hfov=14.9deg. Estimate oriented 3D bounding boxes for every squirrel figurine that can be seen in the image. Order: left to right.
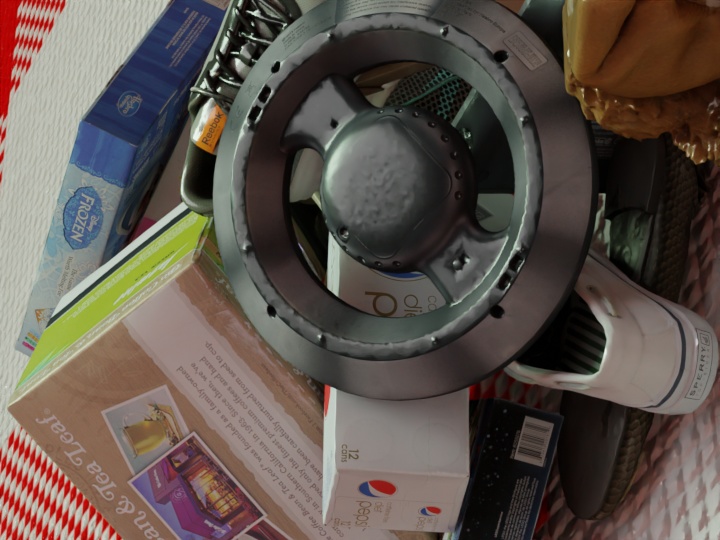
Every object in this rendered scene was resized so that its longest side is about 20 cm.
[{"bbox_3d":[0.184,-0.122,1.213,0.200,0.186,0.142,88,-178,-54],"label":"squirrel figurine"}]

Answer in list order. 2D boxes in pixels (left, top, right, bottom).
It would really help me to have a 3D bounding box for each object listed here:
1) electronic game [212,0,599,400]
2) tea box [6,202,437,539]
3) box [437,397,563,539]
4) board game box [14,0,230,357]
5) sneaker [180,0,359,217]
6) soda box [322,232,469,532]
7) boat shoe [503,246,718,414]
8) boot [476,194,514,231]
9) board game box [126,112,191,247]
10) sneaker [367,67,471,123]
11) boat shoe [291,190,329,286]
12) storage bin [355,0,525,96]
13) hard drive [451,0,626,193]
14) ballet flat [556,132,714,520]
[{"bbox_3d":[0.019,-0.038,1.308,0.200,0.042,0.200,-2,87,27],"label":"electronic game"},{"bbox_3d":[-0.066,0.078,1.494,0.134,0.200,0.197,-38,13,14],"label":"tea box"},{"bbox_3d":[0.053,0.166,1.412,0.137,0.038,0.200,137,148,-85],"label":"box"},{"bbox_3d":[-0.142,-0.067,1.753,0.200,0.043,0.199,-60,-6,-48],"label":"board game box"},{"bbox_3d":[-0.045,-0.101,1.387,0.074,0.079,0.200,42,139,26],"label":"sneaker"},{"bbox_3d":[0.018,0.028,1.382,0.064,0.068,0.200,101,171,-58],"label":"soda box"},{"bbox_3d":[0.093,0.020,1.333,0.200,0.067,0.074,13,90,61],"label":"boat shoe"},{"bbox_3d":[0.068,0.011,1.517,0.200,0.074,0.096,49,149,46],"label":"boot"},{"bbox_3d":[-0.042,-0.008,1.672,0.200,0.040,0.153,33,104,27],"label":"board game box"},{"bbox_3d":[0.052,-0.114,1.643,0.200,0.091,0.078,-53,3,-35],"label":"sneaker"},{"bbox_3d":[0.000,0.000,1.494,0.200,0.063,0.071,67,151,22],"label":"boat shoe"},{"bbox_3d":[0.020,-0.197,1.425,0.200,0.094,0.199,-14,83,55],"label":"storage bin"},{"bbox_3d":[0.137,-0.121,1.348,0.033,0.139,0.200,56,130,33],"label":"hard drive"},{"bbox_3d":[0.139,0.026,1.368,0.067,0.046,0.200,0,79,61],"label":"ballet flat"}]
